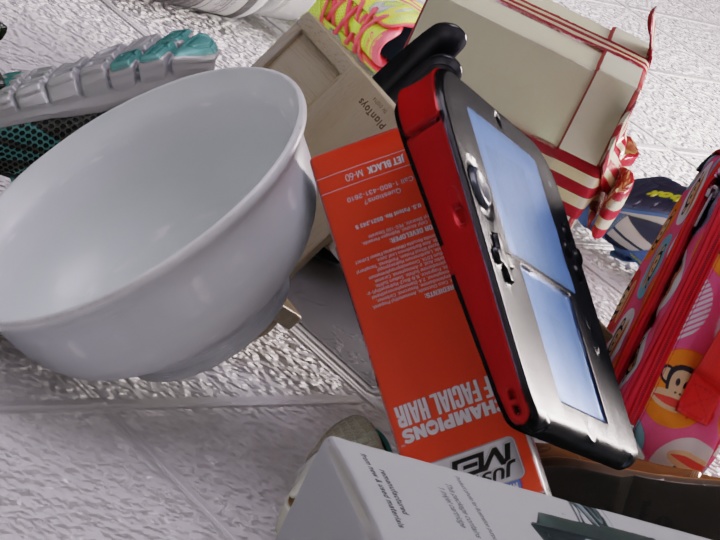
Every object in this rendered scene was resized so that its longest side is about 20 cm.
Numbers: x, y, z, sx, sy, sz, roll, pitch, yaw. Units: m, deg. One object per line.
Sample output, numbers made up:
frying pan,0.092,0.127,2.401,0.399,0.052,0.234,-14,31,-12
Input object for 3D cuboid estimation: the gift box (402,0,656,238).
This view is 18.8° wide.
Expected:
gift box,0.115,-0.116,1.557,0.186,0.200,0.185,27,25,1

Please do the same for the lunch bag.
lunch bag,0.199,0.028,1.251,0.082,0.200,0.176,26,1,-1

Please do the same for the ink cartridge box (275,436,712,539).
ink cartridge box,0.055,0.164,0.841,0.199,0.147,0.083,18,20,-24

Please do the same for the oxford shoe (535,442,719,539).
oxford shoe,0.165,0.129,1.180,0.199,0.072,0.071,19,15,-14

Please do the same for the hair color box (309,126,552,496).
hair color box,0.039,0.043,1.056,0.111,0.064,0.200,64,7,-64

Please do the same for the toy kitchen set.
toy kitchen set,0.000,0.000,1.259,0.200,0.163,0.180,51,7,31

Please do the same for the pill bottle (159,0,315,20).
pill bottle,-0.129,-0.267,1.755,0.200,0.114,0.114,9,25,-39

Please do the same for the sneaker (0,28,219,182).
sneaker,-0.166,-0.067,1.207,0.199,0.091,0.078,-11,17,15

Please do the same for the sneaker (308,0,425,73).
sneaker,0.012,-0.210,1.843,0.200,0.078,0.090,26,26,6

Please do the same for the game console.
game console,0.081,0.003,1.046,0.200,0.031,0.177,26,41,-67

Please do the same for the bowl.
bowl,-0.098,-0.008,1.098,0.090,0.201,0.201,59,3,-29

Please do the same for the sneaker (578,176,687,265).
sneaker,0.230,-0.021,1.648,0.074,0.083,0.200,-19,23,-26

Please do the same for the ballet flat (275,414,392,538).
ballet flat,-0.008,0.124,0.992,0.062,0.068,0.200,8,24,-18

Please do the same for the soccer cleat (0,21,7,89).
soccer cleat,-0.268,-0.115,1.177,0.081,0.068,0.200,0,0,-39

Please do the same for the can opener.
can opener,0.004,-0.083,1.332,0.078,0.200,0.064,18,44,-24
